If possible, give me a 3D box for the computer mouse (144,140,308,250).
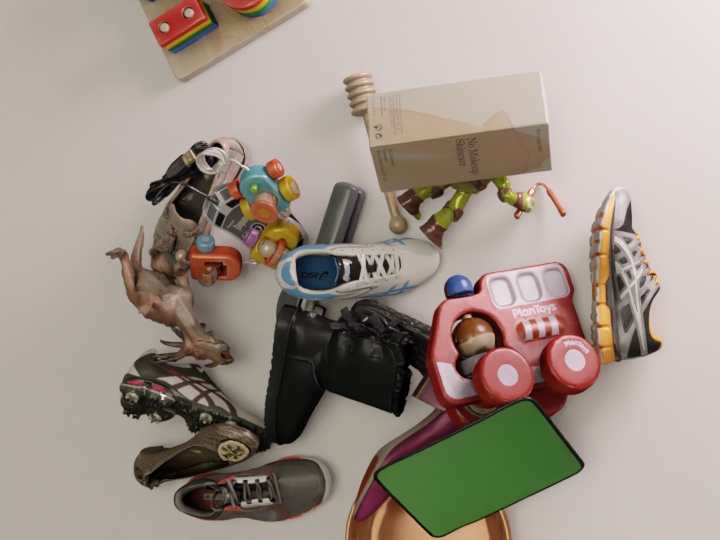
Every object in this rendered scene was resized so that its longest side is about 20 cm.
[{"bbox_3d":[-0.152,-0.078,1.656,0.200,0.044,0.110,32,122,-23],"label":"computer mouse"}]

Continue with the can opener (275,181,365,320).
[{"bbox_3d":[-0.051,-0.013,1.653,0.066,0.053,0.200,22,93,18],"label":"can opener"}]

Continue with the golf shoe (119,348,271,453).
[{"bbox_3d":[-0.194,0.158,1.672,0.200,0.077,0.088,23,49,-3],"label":"golf shoe"}]

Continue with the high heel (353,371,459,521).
[{"bbox_3d":[0.072,0.217,1.564,0.096,0.067,0.200,31,94,-6],"label":"high heel"}]

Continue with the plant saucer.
[{"bbox_3d":[0.081,0.318,1.598,0.200,0.037,0.201,-1,86,16],"label":"plant saucer"}]

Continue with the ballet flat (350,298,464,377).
[{"bbox_3d":[0.078,0.088,1.611,0.200,0.057,0.067,32,117,10],"label":"ballet flat"}]

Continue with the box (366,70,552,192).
[{"bbox_3d":[0.112,-0.155,1.533,0.200,0.095,0.078,-8,57,8],"label":"box"}]

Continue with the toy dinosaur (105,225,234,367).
[{"bbox_3d":[-0.245,0.040,1.665,0.086,0.136,0.200,-28,52,-18],"label":"toy dinosaur"}]

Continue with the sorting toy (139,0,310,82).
[{"bbox_3d":[-0.197,-0.376,1.713,0.199,0.070,0.200,-29,78,13],"label":"sorting toy"}]

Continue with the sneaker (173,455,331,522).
[{"bbox_3d":[-0.134,0.273,1.644,0.200,0.082,0.077,-14,83,16],"label":"sneaker"}]

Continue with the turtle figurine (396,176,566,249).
[{"bbox_3d":[0.132,-0.102,1.595,0.161,0.064,0.200,-42,76,10],"label":"turtle figurine"}]

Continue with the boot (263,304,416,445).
[{"bbox_3d":[-0.024,0.135,1.603,0.162,0.073,0.199,13,115,13],"label":"boot"}]

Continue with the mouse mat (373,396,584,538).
[{"bbox_3d":[0.132,0.221,1.502,0.200,0.161,0.008,-27,42,14],"label":"mouse mat"}]

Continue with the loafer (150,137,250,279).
[{"bbox_3d":[-0.212,-0.081,1.702,0.072,0.063,0.200,33,96,17],"label":"loafer"}]

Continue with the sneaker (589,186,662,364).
[{"bbox_3d":[0.300,0.005,1.538,0.077,0.078,0.200,-1,90,4],"label":"sneaker"}]

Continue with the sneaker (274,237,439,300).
[{"bbox_3d":[0.000,0.000,1.598,0.200,0.072,0.072,-6,95,-13],"label":"sneaker"}]

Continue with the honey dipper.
[{"bbox_3d":[0.020,-0.140,1.649,0.038,0.038,0.200,-16,84,16],"label":"honey dipper"}]

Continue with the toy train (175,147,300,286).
[{"bbox_3d":[-0.145,-0.047,1.616,0.150,0.056,0.200,6,131,-3],"label":"toy train"}]

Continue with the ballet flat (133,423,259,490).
[{"bbox_3d":[-0.204,0.230,1.654,0.200,0.046,0.067,-18,125,34],"label":"ballet flat"}]

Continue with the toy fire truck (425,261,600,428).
[{"bbox_3d":[0.162,0.080,1.525,0.200,0.112,0.168,-9,69,-21],"label":"toy fire truck"}]
